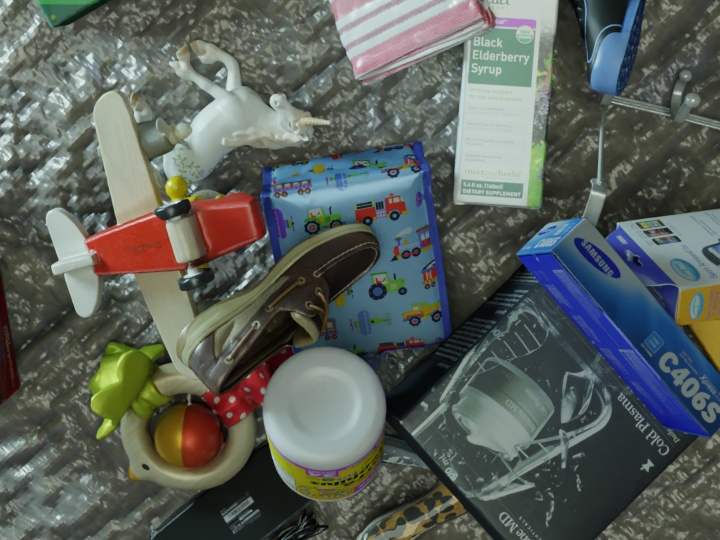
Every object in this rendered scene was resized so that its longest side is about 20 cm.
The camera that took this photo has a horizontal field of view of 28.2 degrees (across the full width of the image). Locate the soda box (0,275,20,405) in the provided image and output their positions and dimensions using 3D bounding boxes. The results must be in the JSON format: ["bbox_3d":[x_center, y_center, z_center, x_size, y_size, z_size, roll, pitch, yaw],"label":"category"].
[{"bbox_3d":[-0.373,0.028,1.340,0.063,0.070,0.202,-5,101,5],"label":"soda box"}]

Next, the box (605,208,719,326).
[{"bbox_3d":[0.307,-0.008,1.206,0.198,0.119,0.042,-9,121,-13],"label":"box"}]

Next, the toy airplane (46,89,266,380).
[{"bbox_3d":[-0.173,-0.030,1.250,0.199,0.141,0.201,37,127,18],"label":"toy airplane"}]

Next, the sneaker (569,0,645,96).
[{"bbox_3d":[0.201,-0.235,1.209,0.077,0.070,0.201,8,61,14],"label":"sneaker"}]

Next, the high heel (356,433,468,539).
[{"bbox_3d":[0.068,0.263,1.354,0.141,0.071,0.202,11,94,8],"label":"high heel"}]

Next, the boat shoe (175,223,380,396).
[{"bbox_3d":[-0.055,0.036,1.201,0.199,0.072,0.072,-32,56,-20],"label":"boat shoe"}]

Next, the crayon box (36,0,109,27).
[{"bbox_3d":[-0.215,-0.318,1.265,0.199,0.052,0.126,-28,99,9],"label":"crayon box"}]

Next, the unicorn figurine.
[{"bbox_3d":[-0.129,-0.136,1.294,0.200,0.074,0.138,-38,97,27],"label":"unicorn figurine"}]

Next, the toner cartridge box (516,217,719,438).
[{"bbox_3d":[0.218,0.046,1.173,0.043,0.095,0.200,-42,97,-10],"label":"toner cartridge box"}]

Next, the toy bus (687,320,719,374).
[{"bbox_3d":[0.339,0.056,1.295,0.078,0.065,0.201,-34,98,10],"label":"toy bus"}]

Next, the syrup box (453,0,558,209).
[{"bbox_3d":[0.127,-0.161,1.258,0.078,0.081,0.202,4,104,4],"label":"syrup box"}]

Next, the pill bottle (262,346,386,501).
[{"bbox_3d":[-0.030,0.144,1.263,0.103,0.200,0.105,0,70,0],"label":"pill bottle"}]

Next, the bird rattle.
[{"bbox_3d":[-0.156,0.129,1.352,0.198,0.113,0.164,-1,114,-9],"label":"bird rattle"}]

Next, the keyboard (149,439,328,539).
[{"bbox_3d":[-0.105,0.243,1.392,0.200,0.040,0.104,-38,74,12],"label":"keyboard"}]

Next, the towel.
[{"bbox_3d":[0.026,-0.276,1.226,0.146,0.030,0.201,-19,88,36],"label":"towel"}]

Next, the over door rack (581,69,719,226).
[{"bbox_3d":[0.270,-0.106,1.204,0.147,0.201,0.067,14,136,2],"label":"over door rack"}]

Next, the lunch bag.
[{"bbox_3d":[0.000,0.000,1.304,0.149,0.094,0.201,-9,110,1],"label":"lunch bag"}]

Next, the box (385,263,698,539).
[{"bbox_3d":[0.155,0.131,1.271,0.197,0.124,0.200,-43,97,-5],"label":"box"}]
